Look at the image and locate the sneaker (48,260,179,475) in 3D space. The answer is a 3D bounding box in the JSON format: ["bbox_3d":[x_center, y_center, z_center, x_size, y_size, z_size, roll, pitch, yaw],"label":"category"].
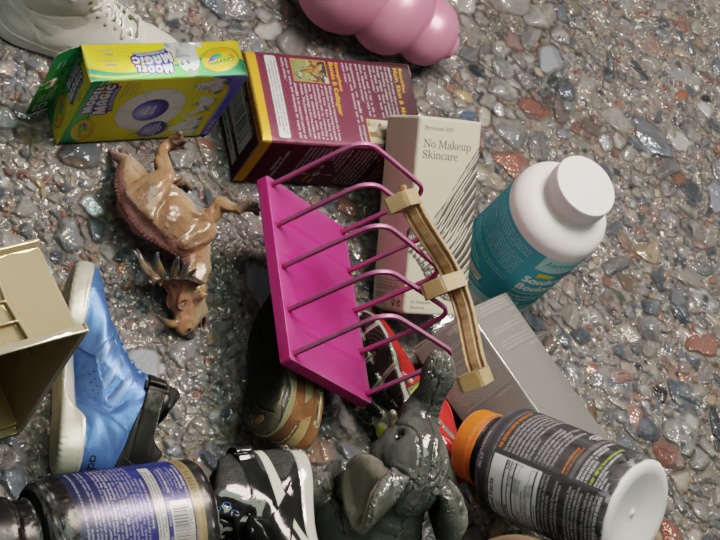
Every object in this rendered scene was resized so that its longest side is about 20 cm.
[{"bbox_3d":[-0.222,0.093,1.579,0.110,0.077,0.202,7,64,-19],"label":"sneaker"}]

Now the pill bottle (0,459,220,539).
[{"bbox_3d":[-0.229,0.227,1.479,0.198,0.112,0.113,-3,65,-31],"label":"pill bottle"}]

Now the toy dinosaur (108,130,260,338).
[{"bbox_3d":[-0.193,-0.047,1.679,0.200,0.086,0.135,45,58,7],"label":"toy dinosaur"}]

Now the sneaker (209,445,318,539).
[{"bbox_3d":[-0.095,0.255,1.572,0.111,0.073,0.202,6,52,-23],"label":"sneaker"}]

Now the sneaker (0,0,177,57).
[{"bbox_3d":[-0.258,-0.256,1.737,0.198,0.116,0.074,13,56,-25],"label":"sneaker"}]

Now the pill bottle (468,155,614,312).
[{"bbox_3d":[0.183,-0.040,1.811,0.110,0.200,0.112,13,58,-22],"label":"pill bottle"}]

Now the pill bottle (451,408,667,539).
[{"bbox_3d":[0.180,0.194,1.622,0.199,0.107,0.106,21,37,40],"label":"pill bottle"}]

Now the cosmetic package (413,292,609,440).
[{"bbox_3d":[0.157,0.131,1.755,0.201,0.090,0.107,59,28,9],"label":"cosmetic package"}]

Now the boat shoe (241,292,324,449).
[{"bbox_3d":[-0.064,0.090,1.681,0.074,0.075,0.201,36,43,-28],"label":"boat shoe"}]

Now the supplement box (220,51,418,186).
[{"bbox_3d":[-0.041,-0.156,1.822,0.198,0.086,0.111,2,63,-29],"label":"supplement box"}]

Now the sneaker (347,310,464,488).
[{"bbox_3d":[0.046,0.133,1.730,0.085,0.077,0.201,-8,67,-55],"label":"sneaker"}]

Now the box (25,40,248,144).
[{"bbox_3d":[-0.223,-0.177,1.710,0.198,0.117,0.049,-5,65,-31],"label":"box"}]

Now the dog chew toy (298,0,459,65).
[{"bbox_3d":[0.026,-0.299,1.927,0.199,0.124,0.125,31,52,-22],"label":"dog chew toy"}]

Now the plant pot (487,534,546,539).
[{"bbox_3d":[0.192,0.355,1.614,0.174,0.200,0.202,16,55,-41],"label":"plant pot"}]

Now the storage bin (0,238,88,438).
[{"bbox_3d":[-0.358,0.080,1.432,0.197,0.200,0.094,-16,70,-35],"label":"storage bin"}]

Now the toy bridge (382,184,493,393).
[{"bbox_3d":[0.078,0.013,1.613,0.202,0.027,0.067,68,22,3],"label":"toy bridge"}]

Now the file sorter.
[{"bbox_3d":[0.000,0.000,1.652,0.139,0.125,0.202,33,40,-50],"label":"file sorter"}]

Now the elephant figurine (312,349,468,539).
[{"bbox_3d":[0.034,0.198,1.588,0.141,0.200,0.156,-31,81,-38],"label":"elephant figurine"}]

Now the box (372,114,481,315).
[{"bbox_3d":[0.068,-0.057,1.781,0.081,0.068,0.202,1,95,-29],"label":"box"}]
